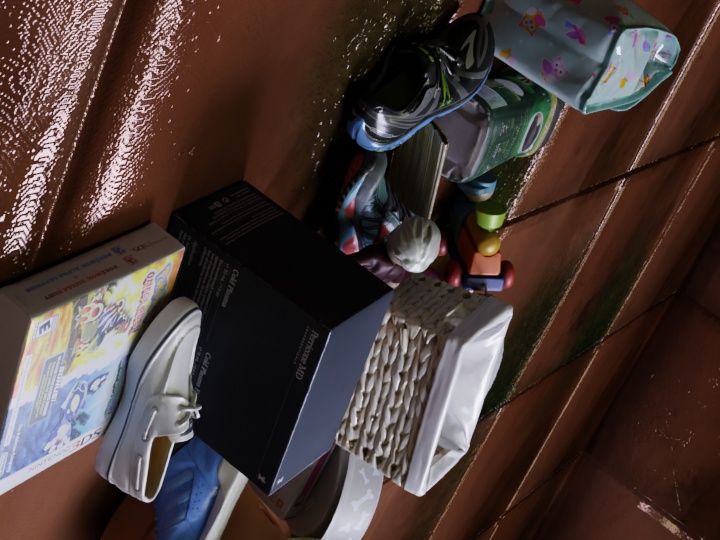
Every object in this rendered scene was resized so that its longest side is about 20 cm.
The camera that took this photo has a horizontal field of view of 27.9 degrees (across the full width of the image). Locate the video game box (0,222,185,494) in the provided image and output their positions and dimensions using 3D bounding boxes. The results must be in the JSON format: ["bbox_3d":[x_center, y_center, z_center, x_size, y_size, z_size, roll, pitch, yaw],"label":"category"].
[{"bbox_3d":[-0.239,0.075,1.197,0.182,0.047,0.202,-33,151,-52],"label":"video game box"}]

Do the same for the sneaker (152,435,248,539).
[{"bbox_3d":[-0.193,0.241,1.458,0.202,0.110,0.077,-64,169,-11],"label":"sneaker"}]

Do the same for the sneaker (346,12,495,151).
[{"bbox_3d":[0.067,-0.193,1.424,0.199,0.071,0.083,-40,162,-28],"label":"sneaker"}]

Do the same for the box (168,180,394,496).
[{"bbox_3d":[-0.093,0.060,1.303,0.104,0.181,0.202,-29,149,-49],"label":"box"}]

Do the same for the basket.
[{"bbox_3d":[0.066,0.117,1.584,0.135,0.122,0.202,-31,142,-57],"label":"basket"}]

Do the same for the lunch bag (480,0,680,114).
[{"bbox_3d":[0.241,-0.257,1.566,0.199,0.170,0.123,-18,138,-54],"label":"lunch bag"}]

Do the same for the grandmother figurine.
[{"bbox_3d":[0.000,0.000,1.464,0.199,0.061,0.121,-28,167,37],"label":"grandmother figurine"}]

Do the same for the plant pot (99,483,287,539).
[{"bbox_3d":[-0.171,0.302,1.572,0.200,0.139,0.201,-46,159,-23],"label":"plant pot"}]

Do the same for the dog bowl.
[{"bbox_3d":[-0.039,0.247,1.711,0.058,0.201,0.202,18,113,-25],"label":"dog bowl"}]

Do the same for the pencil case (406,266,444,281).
[{"bbox_3d":[0.031,0.043,1.697,0.199,0.090,0.095,-8,95,-61],"label":"pencil case"}]

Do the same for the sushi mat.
[{"bbox_3d":[0.055,-0.094,1.530,0.012,0.096,0.201,-15,143,-21],"label":"sushi mat"}]

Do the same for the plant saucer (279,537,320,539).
[{"bbox_3d":[-0.118,0.376,1.536,0.200,0.048,0.201,-47,159,-21],"label":"plant saucer"}]

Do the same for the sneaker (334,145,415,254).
[{"bbox_3d":[0.027,-0.059,1.491,0.201,0.094,0.080,94,13,-61],"label":"sneaker"}]

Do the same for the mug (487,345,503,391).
[{"bbox_3d":[0.095,0.127,1.924,0.176,0.148,0.199,-49,-169,-35],"label":"mug"}]

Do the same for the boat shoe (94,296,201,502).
[{"bbox_3d":[-0.169,0.118,1.261,0.071,0.069,0.202,-25,144,-60],"label":"boat shoe"}]

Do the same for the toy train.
[{"bbox_3d":[0.150,-0.029,1.733,0.083,0.201,0.117,1,123,-13],"label":"toy train"}]

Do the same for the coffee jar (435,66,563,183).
[{"bbox_3d":[0.151,-0.170,1.629,0.199,0.085,0.105,-24,141,-53],"label":"coffee jar"}]

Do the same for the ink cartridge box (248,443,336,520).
[{"bbox_3d":[-0.070,0.178,1.664,0.037,0.094,0.202,-4,127,-53],"label":"ink cartridge box"}]
